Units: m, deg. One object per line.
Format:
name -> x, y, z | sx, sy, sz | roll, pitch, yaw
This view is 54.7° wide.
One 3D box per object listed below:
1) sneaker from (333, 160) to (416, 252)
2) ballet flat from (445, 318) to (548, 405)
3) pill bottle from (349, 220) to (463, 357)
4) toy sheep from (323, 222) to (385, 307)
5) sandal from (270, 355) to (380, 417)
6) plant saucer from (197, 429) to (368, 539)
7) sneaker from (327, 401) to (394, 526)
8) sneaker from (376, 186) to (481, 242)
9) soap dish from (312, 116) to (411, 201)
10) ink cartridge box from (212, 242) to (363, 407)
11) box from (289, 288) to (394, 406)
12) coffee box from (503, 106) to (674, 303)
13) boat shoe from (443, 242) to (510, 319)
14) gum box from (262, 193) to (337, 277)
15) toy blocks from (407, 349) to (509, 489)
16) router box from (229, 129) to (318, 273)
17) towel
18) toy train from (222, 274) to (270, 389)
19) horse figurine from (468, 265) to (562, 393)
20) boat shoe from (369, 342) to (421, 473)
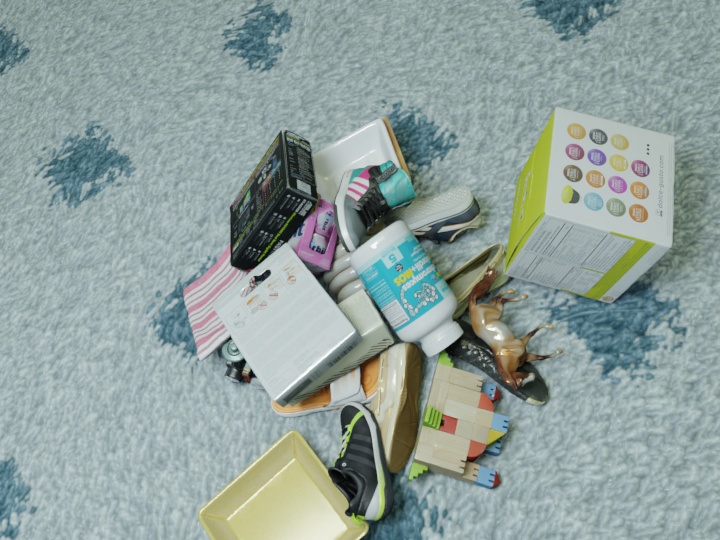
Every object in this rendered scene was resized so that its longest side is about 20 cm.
sneaker -> 0.029, -0.111, 1.129 | 0.119, 0.084, 0.202 | -14, 37, 18
ballet flat -> 0.215, 0.150, 1.125 | 0.199, 0.057, 0.066 | 37, 46, 20
pill bottle -> 0.077, 0.032, 1.088 | 0.110, 0.111, 0.201 | -34, 88, -9
toy sheep -> 0.000, 0.000, 1.195 | 0.136, 0.138, 0.203 | -21, 67, -1
sandal -> -0.054, 0.190, 1.141 | 0.203, 0.059, 0.080 | -18, 60, 1
plant saucer -> -0.115, 0.383, 1.056 | 0.199, 0.049, 0.200 | -39, 62, -10
sneaker -> -0.011, 0.282, 1.047 | 0.081, 0.072, 0.202 | 4, 41, -24
sneaker -> 0.124, -0.087, 1.251 | 0.197, 0.080, 0.079 | -9, 49, 36
soap dish -> -0.007, -0.170, 1.290 | 0.198, 0.081, 0.159 | -27, 58, 15
ink cartridge box -> -0.115, 0.081, 1.070 | 0.159, 0.047, 0.201 | -39, 62, -2
box -> -0.052, 0.123, 1.102 | 0.198, 0.069, 0.083 | -31, 53, 1
coffee box -> 0.357, -0.099, 1.109 | 0.194, 0.201, 0.203 | 14, 63, 0
boat shoe -> 0.164, 0.026, 1.172 | 0.199, 0.064, 0.073 | -30, 39, -7
gum box -> -0.110, -0.054, 1.203 | 0.199, 0.065, 0.115 | -12, 61, 56
toy blocks -> 0.162, 0.238, 1.064 | 0.134, 0.100, 0.203 | 15, 65, 5
router box -> -0.152, -0.112, 1.177 | 0.200, 0.061, 0.151 | -47, 37, 34
towel -> -0.246, 0.049, 1.212 | 0.146, 0.030, 0.201 | -43, 37, 8
toy train -> -0.158, 0.107, 1.197 | 0.112, 0.086, 0.203 | 18, 67, 9
horse figurine -> 0.231, 0.091, 1.106 | 0.131, 0.050, 0.201 | -22, 62, -23
boat shoe -> 0.050, 0.215, 1.107 | 0.068, 0.073, 0.203 | -3, 67, 36
